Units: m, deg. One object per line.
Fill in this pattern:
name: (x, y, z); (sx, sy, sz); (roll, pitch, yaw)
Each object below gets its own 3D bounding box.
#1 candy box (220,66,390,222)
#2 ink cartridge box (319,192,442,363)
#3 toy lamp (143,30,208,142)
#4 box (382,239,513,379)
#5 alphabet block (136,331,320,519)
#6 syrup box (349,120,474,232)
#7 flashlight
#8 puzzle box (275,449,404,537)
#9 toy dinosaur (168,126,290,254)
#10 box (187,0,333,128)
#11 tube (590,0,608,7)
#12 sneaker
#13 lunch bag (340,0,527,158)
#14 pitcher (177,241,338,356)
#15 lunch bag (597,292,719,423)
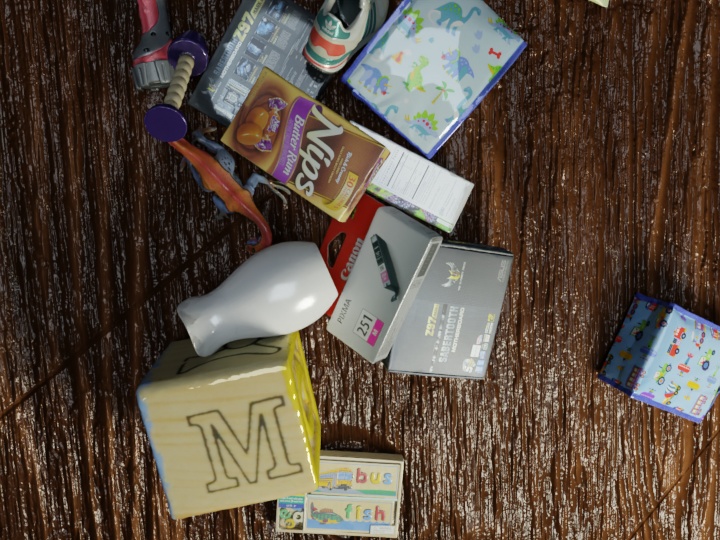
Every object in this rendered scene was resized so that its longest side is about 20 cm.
candy box: (-0.073, -0.168, 0.846); (0.200, 0.056, 0.117); (34, 98, 5)
ink cartridge box: (0.000, 0.000, 0.886); (0.173, 0.043, 0.201); (33, 112, 25)
toy lamp: (-0.234, -0.250, 0.820); (0.058, 0.201, 0.058); (-2, 139, -1)
box: (0.125, 0.056, 0.927); (0.157, 0.051, 0.201); (8, 103, -14)
alphabet block: (-0.172, 0.199, 0.890); (0.199, 0.195, 0.197); (-11, 104, 1)
syrup box: (0.055, -0.136, 0.913); (0.199, 0.079, 0.082); (25, 97, -5)
flashlight: (-0.301, -0.357, 0.876); (0.068, 0.068, 0.201); (-10, 99, 2)
puzzle box: (-0.034, 0.356, 1.005); (0.199, 0.025, 0.134); (3, 97, -2)
toy dinosaur: (-0.195, -0.106, 0.879); (0.105, 0.200, 0.182); (-45, 65, 19)
box: (-0.129, -0.283, 0.900); (0.157, 0.051, 0.200); (29, 96, -7)
tube: (0.272, -0.441, 0.897); (0.199, 0.052, 0.058); (12, 138, -9)
sneaker: (-0.004, -0.351, 0.835); (0.070, 0.093, 0.200); (34, 58, -4)
lunch bag: (0.096, -0.283, 0.871); (0.170, 0.127, 0.200); (39, 85, -7)
pitcher: (-0.139, 0.037, 0.888); (0.199, 0.172, 0.122); (-24, 97, -3)
lunch bag: (0.500, 0.146, 0.973); (0.199, 0.094, 0.151); (23, 94, -14)
